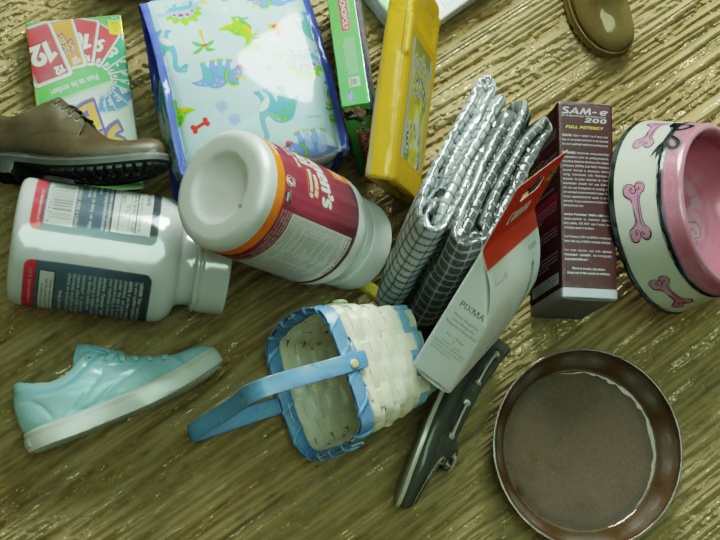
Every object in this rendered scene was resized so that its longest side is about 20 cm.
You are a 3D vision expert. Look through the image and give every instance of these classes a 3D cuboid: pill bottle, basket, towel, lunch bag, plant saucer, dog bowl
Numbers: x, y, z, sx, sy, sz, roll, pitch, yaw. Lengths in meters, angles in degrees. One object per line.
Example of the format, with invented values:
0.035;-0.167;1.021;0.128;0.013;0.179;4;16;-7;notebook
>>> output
-0.064;-0.049;1.284;0.200;0.109;0.110;21;69;-51;pill bottle
-0.223;-0.015;1.313;0.199;0.120;0.120;8;76;-10;pill bottle
-0.048;0.108;1.297;0.200;0.176;0.140;-19;83;-34;basket
0.099;-0.062;1.345;0.085;0.166;0.200;27;59;3;towel
-0.117;-0.180;1.366;0.169;0.127;0.201;-11;81;-13;lunch bag
0.224;0.179;1.405;0.199;0.034;0.201;3;77;-12;plant saucer
0.333;-0.060;1.406;0.200;0.074;0.201;11;74;-45;dog bowl

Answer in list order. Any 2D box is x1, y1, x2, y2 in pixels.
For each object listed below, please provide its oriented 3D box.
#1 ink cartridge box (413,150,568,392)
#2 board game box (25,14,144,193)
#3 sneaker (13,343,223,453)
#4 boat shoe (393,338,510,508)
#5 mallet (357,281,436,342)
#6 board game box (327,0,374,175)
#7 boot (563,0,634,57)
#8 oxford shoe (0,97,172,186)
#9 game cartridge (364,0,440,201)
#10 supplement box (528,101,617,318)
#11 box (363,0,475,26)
0.135;0.000;1.274;0.057;0.163;0.200;38;118;9;ink cartridge box
-0.271;-0.151;1.382;0.095;0.030;0.201;-7;82;-12;board game box
-0.230;0.098;1.310;0.199;0.074;0.082;-22;86;-16;sneaker
0.092;0.145;1.369;0.057;0.067;0.201;23;71;-1;boat shoe
0.000;0.000;1.400;0.200;0.041;0.066;43;73;4;mallet
-0.008;-0.212;1.368;0.029;0.135;0.201;-9;65;3;board game box
0.261;-0.330;1.436;0.066;0.200;0.176;-22;83;-15;boot
-0.272;-0.124;1.315;0.199;0.073;0.085;5;80;10;oxford shoe
0.046;-0.176;1.357;0.032;0.176;0.201;9;88;11;game cartridge
0.213;-0.059;1.416;0.061;0.109;0.201;2;78;-10;supplement box
0.080;-0.346;1.491;0.200;0.036;0.145;-36;87;-17;box
